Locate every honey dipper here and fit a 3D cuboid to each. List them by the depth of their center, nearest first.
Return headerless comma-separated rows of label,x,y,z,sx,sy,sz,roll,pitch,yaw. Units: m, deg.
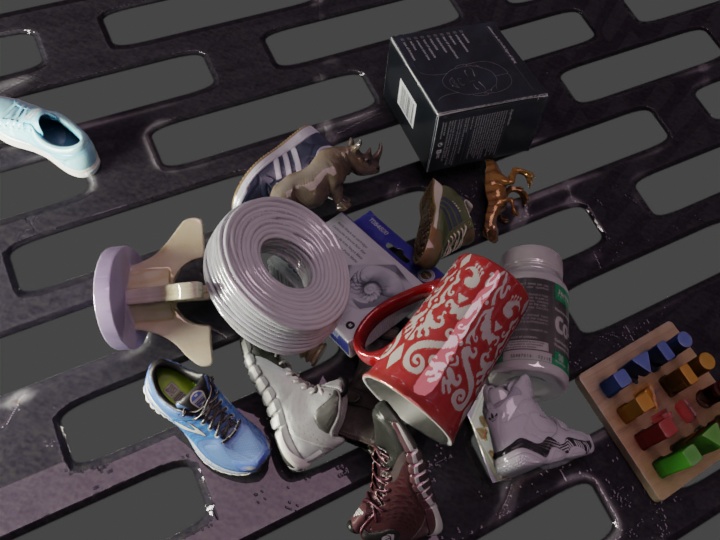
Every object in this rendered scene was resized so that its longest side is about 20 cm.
honey dipper,-0.138,0.066,1.022,0.198,0.038,0.038,31,62,9

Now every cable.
cable,-0.100,0.003,0.924,0.199,0.069,0.202,-26,76,-48

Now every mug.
mug,0.095,0.077,0.893,0.176,0.134,0.201,36,74,7

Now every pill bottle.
pill bottle,0.242,0.073,1.042,0.111,0.114,0.204,12,59,-4

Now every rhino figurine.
rhino figurine,-0.045,-0.129,1.059,0.199,0.060,0.088,-37,107,-10

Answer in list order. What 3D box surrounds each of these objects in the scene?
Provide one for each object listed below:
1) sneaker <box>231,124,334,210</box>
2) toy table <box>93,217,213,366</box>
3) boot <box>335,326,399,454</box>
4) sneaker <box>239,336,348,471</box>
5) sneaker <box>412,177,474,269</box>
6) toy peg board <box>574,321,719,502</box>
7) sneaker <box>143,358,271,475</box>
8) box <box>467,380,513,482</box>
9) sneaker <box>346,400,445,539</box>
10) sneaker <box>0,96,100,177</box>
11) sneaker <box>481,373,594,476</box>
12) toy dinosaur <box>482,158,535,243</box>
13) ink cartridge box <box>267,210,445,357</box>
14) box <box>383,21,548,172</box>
sneaker,-0.098,-0.133,1.108,0.108,0.070,0.200,37,60,11
toy table,-0.250,0.032,0.921,0.114,0.200,0.188,-5,100,-4
boot,0.056,0.169,0.972,0.196,0.070,0.177,6,58,27
sneaker,-0.075,0.146,0.954,0.114,0.075,0.203,-26,79,6
sneaker,0.134,-0.063,1.093,0.088,0.068,0.202,24,36,-9
toy peg board,0.453,0.183,1.040,0.197,0.098,0.201,-24,70,-21
sneaker,-0.198,0.184,0.919,0.198,0.090,0.079,34,63,8
box,0.168,0.189,1.008,0.038,0.041,0.203,-26,67,17
sneaker,0.026,0.266,0.888,0.114,0.076,0.203,-25,111,-12
sneaker,-0.473,-0.217,1.071,0.197,0.082,0.075,25,61,3
sneaker,0.234,0.201,0.967,0.197,0.075,0.117,6,60,-43
toy dinosaur,0.223,-0.146,1.181,0.104,0.061,0.204,2,63,-8
ink cartridge box,0.000,0.000,1.045,0.198,0.041,0.199,-33,55,-24
box,0.164,-0.287,1.186,0.193,0.125,0.202,-14,55,-15
